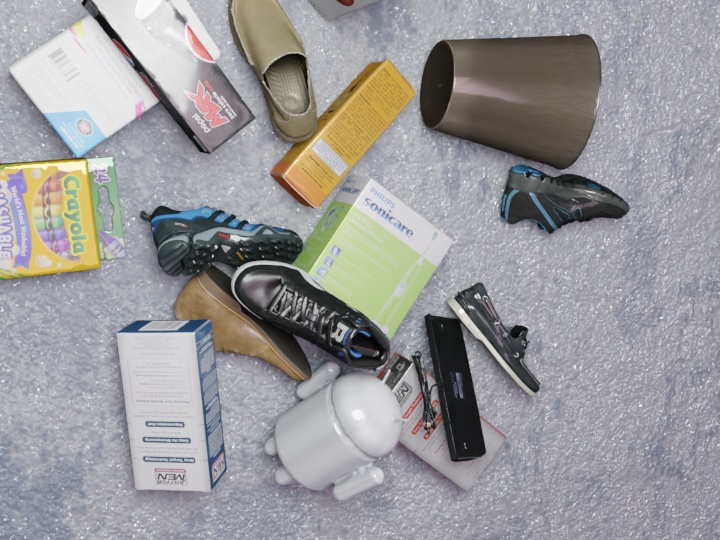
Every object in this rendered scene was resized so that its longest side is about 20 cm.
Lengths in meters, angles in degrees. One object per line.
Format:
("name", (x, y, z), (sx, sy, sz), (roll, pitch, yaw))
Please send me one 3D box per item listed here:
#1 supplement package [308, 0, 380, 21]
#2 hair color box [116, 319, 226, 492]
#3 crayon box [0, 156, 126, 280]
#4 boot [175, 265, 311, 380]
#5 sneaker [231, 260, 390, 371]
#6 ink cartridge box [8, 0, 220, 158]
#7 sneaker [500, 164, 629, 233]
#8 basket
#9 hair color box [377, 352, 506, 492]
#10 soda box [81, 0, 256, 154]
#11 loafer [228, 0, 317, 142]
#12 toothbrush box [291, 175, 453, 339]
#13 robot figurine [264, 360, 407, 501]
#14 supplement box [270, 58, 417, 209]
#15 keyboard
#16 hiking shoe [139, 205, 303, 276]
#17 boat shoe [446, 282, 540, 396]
("supplement package", (-0.021, -0.410, 0.885), (0.147, 0.200, 0.191), (-47, 111, -7))
("hair color box", (-0.226, 0.162, 0.959), (0.100, 0.061, 0.200), (-1, 102, 11))
("crayon box", (-0.370, -0.059, 0.890), (0.200, 0.052, 0.126), (-8, 102, -20))
("boot", (-0.146, 0.082, 1.003), (0.075, 0.074, 0.200), (-43, 108, 11))
("sneaker", (-0.047, 0.051, 0.911), (0.200, 0.112, 0.073), (27, 89, -22))
("ink cartridge box", (-0.272, -0.232, 0.888), (0.200, 0.068, 0.115), (-38, 112, -11))
("sneaker", (0.292, -0.095, 1.142), (0.200, 0.073, 0.082), (10, 112, -17))
("basket", (0.190, -0.233, 1.039), (0.200, 0.136, 0.181), (4, 103, -18))
("hair color box", (0.101, 0.215, 1.117), (0.200, 0.061, 0.102), (41, 83, -23))
("soda box", (-0.202, -0.224, 0.847), (0.071, 0.063, 0.200), (-41, 113, -10))
("loafer", (-0.096, -0.253, 0.937), (0.076, 0.067, 0.200), (-25, 91, -17))
("toothbrush box", (0.000, 0.000, 1.026), (0.146, 0.086, 0.200), (34, 87, -22))
("robot figurine", (-0.029, 0.203, 1.005), (0.200, 0.170, 0.113), (-34, 158, 24))
("supplement box", (-0.021, -0.173, 0.999), (0.069, 0.067, 0.200), (42, 84, -22))
("keyboard", (0.112, 0.156, 1.067), (0.127, 0.021, 0.200), (12, 62, -46))
("hiking shoe", (-0.158, -0.046, 0.962), (0.200, 0.087, 0.074), (2, 138, -41))
("boat shoe", (0.207, 0.096, 1.131), (0.066, 0.075, 0.199), (-41, 102, 3))
